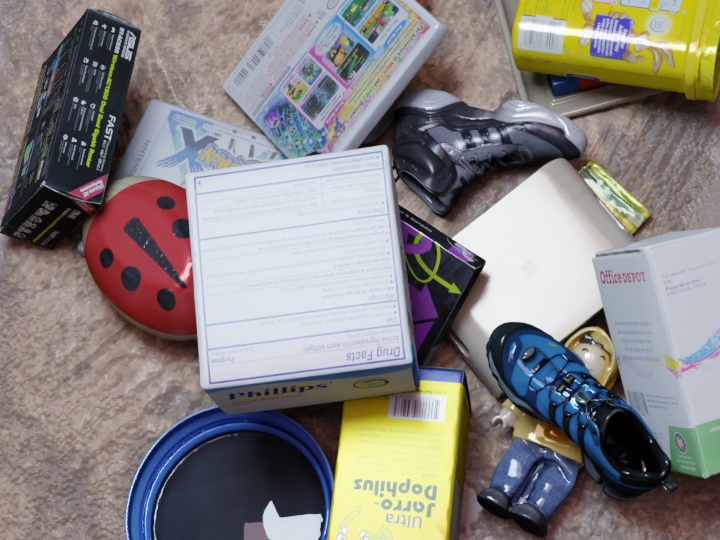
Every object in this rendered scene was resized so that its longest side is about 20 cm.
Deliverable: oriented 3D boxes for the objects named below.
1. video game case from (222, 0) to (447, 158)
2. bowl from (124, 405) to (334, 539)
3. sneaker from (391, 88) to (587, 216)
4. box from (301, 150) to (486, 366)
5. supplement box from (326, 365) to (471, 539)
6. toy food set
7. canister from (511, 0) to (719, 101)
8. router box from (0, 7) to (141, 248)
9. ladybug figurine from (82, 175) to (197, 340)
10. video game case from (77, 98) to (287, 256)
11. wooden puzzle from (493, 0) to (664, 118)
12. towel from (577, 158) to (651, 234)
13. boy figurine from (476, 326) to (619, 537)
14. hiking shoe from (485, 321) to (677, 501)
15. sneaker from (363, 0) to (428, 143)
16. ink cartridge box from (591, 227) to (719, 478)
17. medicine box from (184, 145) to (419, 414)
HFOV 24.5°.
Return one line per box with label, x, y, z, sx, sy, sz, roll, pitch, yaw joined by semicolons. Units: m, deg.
video game case;-0.029;-0.209;1.651;0.200;0.024;0.182;-51;54;11
bowl;-0.116;0.223;1.525;0.199;0.039;0.202;-5;65;10
sneaker;0.118;-0.107;1.629;0.199;0.076;0.115;12;69;18
box;0.000;0.000;1.561;0.199;0.036;0.144;33;113;14
supplement box;0.035;0.196;1.487;0.109;0.109;0.201;3;67;8
toy food set;0.163;0.006;1.573;0.200;0.060;0.144;-38;73;0
canister;0.259;-0.252;1.618;0.199;0.087;0.150;10;71;17
router box;-0.288;-0.138;1.643;0.062;0.150;0.201;20;66;-23
ladybug figurine;-0.195;-0.017;1.597;0.136;0.072;0.200;-45;67;-5
video game case;-0.159;-0.066;1.670;0.199;0.022;0.183;19;71;14
wooden puzzle;0.244;-0.256;1.690;0.198;0.046;0.186;-13;66;1
towel;0.186;-0.015;1.610;0.086;0.018;0.200;41;77;21
boy figurine;0.187;0.143;1.518;0.124;0.064;0.201;27;75;20
hiking shoe;0.197;0.114;1.446;0.200;0.087;0.074;44;71;-4
sneaker;-0.006;-0.225;1.700;0.111;0.078;0.201;9;67;22
ink cartridge box;0.284;0.068;1.450;0.087;0.145;0.201;-17;91;-11
medicine box;-0.050;0.010;1.451;0.181;0.103;0.202;-7;74;4
